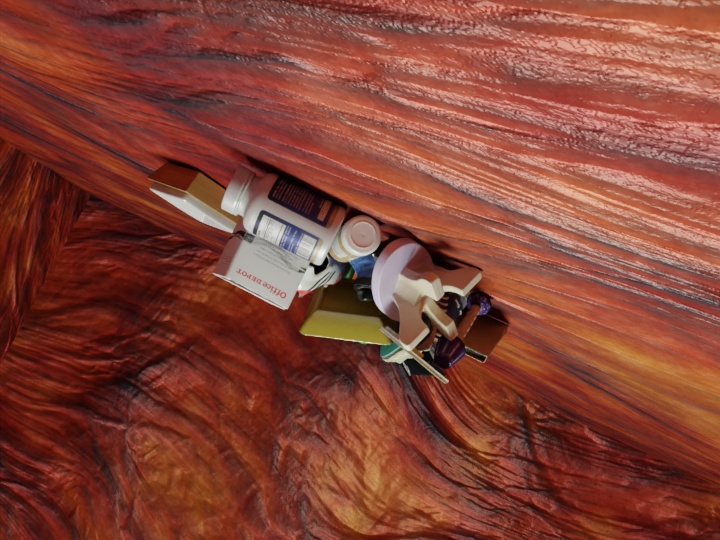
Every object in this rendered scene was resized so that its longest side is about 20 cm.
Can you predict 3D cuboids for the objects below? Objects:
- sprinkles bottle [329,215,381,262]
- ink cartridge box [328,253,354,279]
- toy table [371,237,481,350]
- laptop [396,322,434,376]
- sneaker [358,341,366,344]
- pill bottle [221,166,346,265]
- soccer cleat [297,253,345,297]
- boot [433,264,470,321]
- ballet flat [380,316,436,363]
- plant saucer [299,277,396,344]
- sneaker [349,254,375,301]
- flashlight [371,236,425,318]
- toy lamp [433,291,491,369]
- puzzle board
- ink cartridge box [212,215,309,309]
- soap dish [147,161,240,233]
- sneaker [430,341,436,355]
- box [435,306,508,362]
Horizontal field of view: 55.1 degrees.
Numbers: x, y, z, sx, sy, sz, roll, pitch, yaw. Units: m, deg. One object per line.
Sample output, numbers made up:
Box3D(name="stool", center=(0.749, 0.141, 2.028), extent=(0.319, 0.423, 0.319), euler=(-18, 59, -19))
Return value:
Box3D(name="sprinkles bottle", center=(-0.015, -0.055, 1.266), extent=(0.068, 0.069, 0.200), euler=(27, 172, -9))
Box3D(name="ink cartridge box", center=(-0.114, -0.043, 1.594), extent=(0.146, 0.084, 0.200), euler=(21, 171, 30))
Box3D(name="toy table", center=(0.108, 0.041, 1.192), extent=(0.117, 0.184, 0.200), euler=(37, 176, 36))
Box3D(name="laptop", center=(0.127, 0.144, 1.649), extent=(0.188, 0.115, 0.200), euler=(61, -154, -11))
Box3D(name="sneaker", center=(0.003, 0.093, 1.594), extent=(0.077, 0.086, 0.200), euler=(5, -150, 3))
Box3D(name="pill bottle", center=(-0.134, -0.100, 1.195), extent=(0.199, 0.112, 0.111), euler=(26, 172, -4))
Box3D(name="soccer cleat", center=(-0.078, -0.007, 1.437), extent=(0.069, 0.085, 0.200), euler=(41, -150, 13))
Box3D(name="boot", center=(0.162, 0.057, 1.352), extent=(0.072, 0.091, 0.200), euler=(21, 171, 31))
Box3D(name="ballet flat", center=(0.112, 0.144, 1.416), extent=(0.062, 0.068, 0.200), euler=(22, 151, -21))
Box3D(name="plant saucer", center=(-0.016, 0.074, 1.492), extent=(0.198, 0.049, 0.200), euler=(6, -151, 7))
Box3D(name="sneaker", center=(0.000, 0.000, 1.417), extent=(0.199, 0.112, 0.077), euler=(21, 171, 30))
Box3D(name="flashlight", center=(0.072, 0.022, 1.300), extent=(0.068, 0.068, 0.200), euler=(19, 152, 35))
Box3D(name="toy lamp", center=(0.190, 0.112, 1.296), extent=(0.058, 0.200, 0.059), euler=(15, 126, 21))
Box3D(name="puzzle board", center=(0.097, 0.150, 1.277), extent=(0.150, 0.017, 0.200), euler=(40, 176, 5))
Box3D(name="ink cartridge box", center=(-0.170, -0.047, 1.319), extent=(0.144, 0.201, 0.084), euler=(30, 170, -29))
Box3D(name="soap dish", center=(-0.369, -0.169, 1.594), extent=(0.157, 0.082, 0.200), euler=(20, 170, 38))
Box3D(name="sneaker", center=(0.212, 0.126, 1.701), extent=(0.081, 0.145, 0.201), euler=(108, 144, -50))
Box3D(name="box", center=(0.223, 0.124, 1.493), extent=(0.163, 0.021, 0.200), euler=(24, -158, 17))
